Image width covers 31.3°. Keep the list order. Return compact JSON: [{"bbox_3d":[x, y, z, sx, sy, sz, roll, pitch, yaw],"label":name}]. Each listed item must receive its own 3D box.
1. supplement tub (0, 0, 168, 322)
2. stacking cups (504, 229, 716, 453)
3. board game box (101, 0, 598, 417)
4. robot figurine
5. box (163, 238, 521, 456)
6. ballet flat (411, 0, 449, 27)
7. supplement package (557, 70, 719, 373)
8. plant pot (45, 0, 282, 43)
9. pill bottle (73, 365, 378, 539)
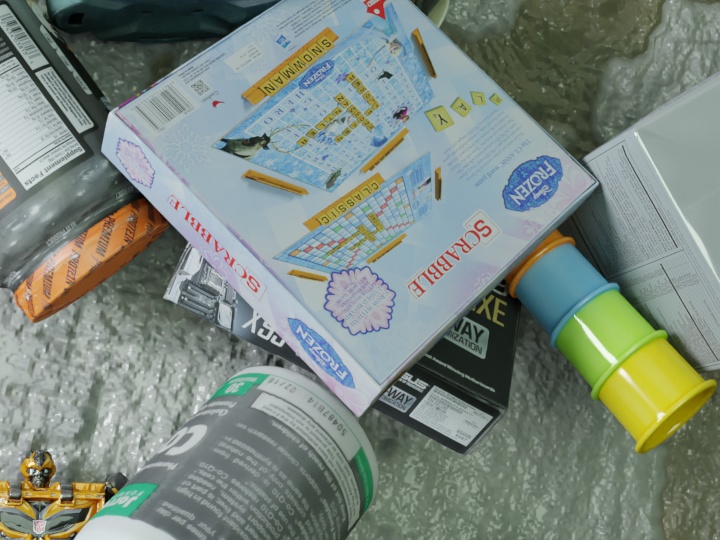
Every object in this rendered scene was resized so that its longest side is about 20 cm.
[{"bbox_3d":[-0.204,-0.078,0.724,0.122,0.122,0.201,-37,92,-19],"label":"supplement tub"},{"bbox_3d":[0.119,0.012,0.755,0.060,0.061,0.200,-33,68,-19],"label":"stacking cups"},{"bbox_3d":[-0.001,-0.056,0.705,0.200,0.041,0.200,46,58,8],"label":"board game box"},{"bbox_3d":[-0.182,0.201,0.712,0.144,0.058,0.202,4,79,-18],"label":"robot figurine"},{"bbox_3d":[0.000,0.000,0.766,0.199,0.050,0.158,29,38,-9],"label":"box"},{"bbox_3d":[0.018,-0.153,0.828,0.201,0.068,0.069,-55,136,-23],"label":"ballet flat"},{"bbox_3d":[0.227,-0.039,0.801,0.190,0.200,0.148,-29,88,-19],"label":"supplement package"},{"bbox_3d":[-0.117,-0.245,0.754,0.198,0.200,0.198,-4,89,-17],"label":"plant pot"},{"bbox_3d":[-0.083,0.151,0.685,0.113,0.113,0.200,47,45,-3],"label":"pill bottle"}]
